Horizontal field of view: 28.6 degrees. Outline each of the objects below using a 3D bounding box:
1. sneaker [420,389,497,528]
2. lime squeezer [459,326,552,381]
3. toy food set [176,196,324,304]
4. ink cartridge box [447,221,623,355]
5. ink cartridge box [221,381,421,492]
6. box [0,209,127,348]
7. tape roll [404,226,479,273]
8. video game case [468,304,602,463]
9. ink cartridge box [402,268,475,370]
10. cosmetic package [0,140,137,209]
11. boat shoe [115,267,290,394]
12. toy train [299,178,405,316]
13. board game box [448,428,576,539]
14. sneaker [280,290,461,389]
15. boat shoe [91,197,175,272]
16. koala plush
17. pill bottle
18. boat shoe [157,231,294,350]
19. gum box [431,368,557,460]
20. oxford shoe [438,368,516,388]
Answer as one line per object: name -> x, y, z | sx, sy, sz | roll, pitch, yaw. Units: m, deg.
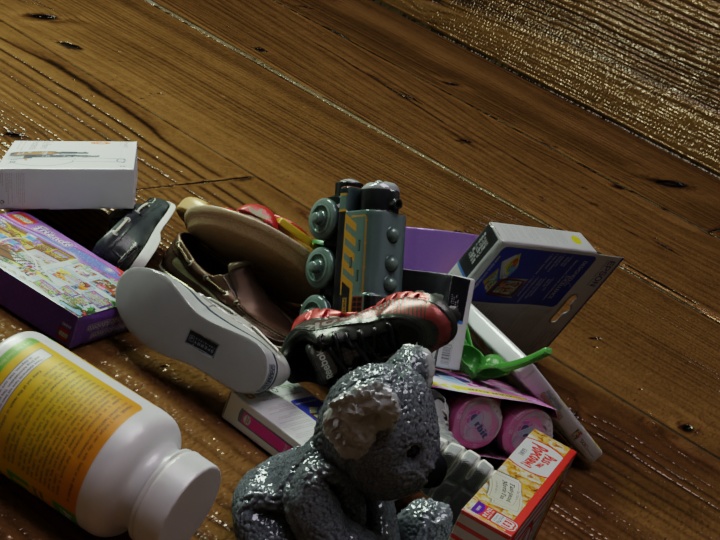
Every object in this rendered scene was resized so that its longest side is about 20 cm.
sneaker -> 0.085, 0.168, 1.325 | 0.200, 0.075, 0.116 | 40, 25, 0
lime squeezer -> 0.136, 0.085, 1.477 | 0.038, 0.071, 0.200 | 32, 0, -29
toy food set -> -0.111, -0.023, 1.615 | 0.198, 0.049, 0.200 | 35, -21, -22
ink cartridge box -> 0.185, 0.027, 1.707 | 0.199, 0.198, 0.047 | 5, 45, -37
ink cartridge box -> -0.031, 0.171, 1.354 | 0.200, 0.037, 0.095 | 31, 21, 30
box -> -0.327, 0.005, 1.463 | 0.200, 0.039, 0.137 | 30, 22, 20
tape roll -> 0.055, -0.019, 1.765 | 0.199, 0.066, 0.200 | 4, -1, 0
video game case -> 0.174, 0.112, 1.588 | 0.182, 0.023, 0.200 | 49, -2, -37
ink cartridge box -> 0.039, 0.047, 1.540 | 0.039, 0.100, 0.200 | 12, -4, -37
cosmetic package -> -0.335, -0.112, 1.636 | 0.150, 0.052, 0.200 | 1, 14, -9
boat shoe -> -0.154, 0.058, 1.398 | 0.200, 0.072, 0.066 | 25, 6, 24
toy train -> 0.000, 0.000, 1.505 | 0.085, 0.201, 0.114 | 11, -9, -42
board game box -> 0.105, 0.232, 1.167 | 0.046, 0.152, 0.200 | 28, 22, 15
sneaker -> 0.002, 0.072, 1.379 | 0.200, 0.071, 0.098 | -11, 19, 33
boat shoe -> -0.257, -0.049, 1.602 | 0.060, 0.076, 0.200 | 37, 12, -13
koala plush -> -0.002, 0.160, 1.168 | 0.183, 0.201, 0.177 | 27, 21, 16
pill bottle -> -0.214, 0.142, 1.126 | 0.200, 0.111, 0.111 | 29, 21, 19
boat shoe -> -0.140, 0.023, 1.557 | 0.202, 0.075, 0.075 | 30, 22, 21
gum box -> 0.094, 0.145, 1.460 | 0.199, 0.066, 0.113 | 12, 5, -25
oxford shoe -> 0.096, 0.103, 1.608 | 0.199, 0.071, 0.071 | 24, 18, 2
